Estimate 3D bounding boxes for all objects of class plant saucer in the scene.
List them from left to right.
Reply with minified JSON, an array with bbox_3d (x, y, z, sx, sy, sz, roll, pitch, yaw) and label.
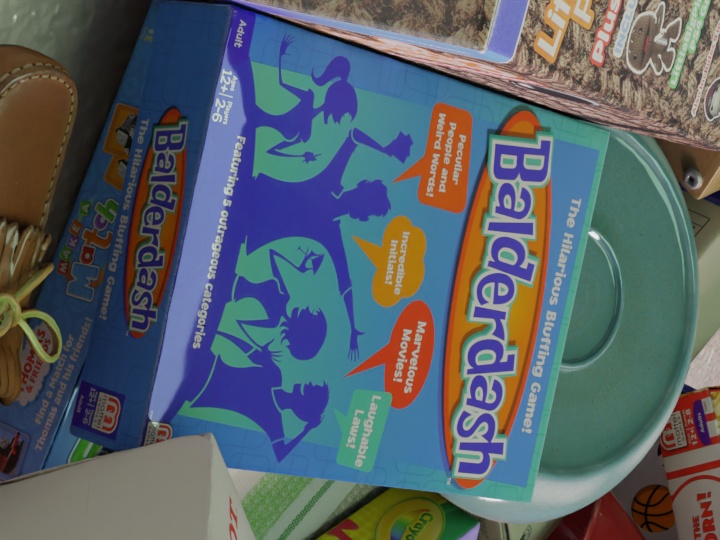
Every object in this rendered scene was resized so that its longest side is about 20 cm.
[{"bbox_3d":[0.084,0.010,0.834,0.199,0.027,0.202,-1,91,-38],"label":"plant saucer"}]

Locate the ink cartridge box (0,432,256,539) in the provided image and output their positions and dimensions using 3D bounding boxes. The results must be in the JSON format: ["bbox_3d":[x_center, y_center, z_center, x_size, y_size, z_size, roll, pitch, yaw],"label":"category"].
[{"bbox_3d":[-0.057,0.175,0.619,0.147,0.082,0.201,-93,168,-53],"label":"ink cartridge box"}]

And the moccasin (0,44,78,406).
[{"bbox_3d":[-0.136,0.027,0.615,0.074,0.077,0.203,26,89,-58],"label":"moccasin"}]

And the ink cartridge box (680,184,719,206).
[{"bbox_3d":[0.259,-0.046,1.091,0.200,0.136,0.077,-46,141,-28],"label":"ink cartridge box"}]

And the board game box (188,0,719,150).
[{"bbox_3d":[0.038,-0.120,0.691,0.199,0.159,0.098,11,95,-57],"label":"board game box"}]

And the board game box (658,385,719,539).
[{"bbox_3d":[0.250,0.129,0.972,0.199,0.046,0.153,-2,77,-32],"label":"board game box"}]

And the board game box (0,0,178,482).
[{"bbox_3d":[-0.062,0.009,0.751,0.151,0.036,0.201,15,97,-59],"label":"board game box"}]

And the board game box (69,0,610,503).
[{"bbox_3d":[0.000,0.000,0.705,0.199,0.045,0.154,11,90,-43],"label":"board game box"}]

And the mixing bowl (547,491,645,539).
[{"bbox_3d":[0.094,0.205,0.947,0.201,0.108,0.200,-52,-175,7],"label":"mixing bowl"}]

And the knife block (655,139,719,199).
[{"bbox_3d":[0.216,-0.112,0.940,0.175,0.064,0.201,-26,154,-37],"label":"knife block"}]

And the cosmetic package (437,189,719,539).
[{"bbox_3d":[0.089,0.039,0.930,0.200,0.103,0.073,-44,143,-29],"label":"cosmetic package"}]

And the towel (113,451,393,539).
[{"bbox_3d":[-0.046,0.104,0.787,0.149,0.031,0.201,-47,148,-22],"label":"towel"}]

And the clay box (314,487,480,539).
[{"bbox_3d":[-0.033,0.181,0.797,0.199,0.047,0.116,-31,140,-44],"label":"clay box"}]

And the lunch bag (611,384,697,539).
[{"bbox_3d":[0.170,0.167,1.070,0.124,0.169,0.202,13,98,-62],"label":"lunch bag"}]
